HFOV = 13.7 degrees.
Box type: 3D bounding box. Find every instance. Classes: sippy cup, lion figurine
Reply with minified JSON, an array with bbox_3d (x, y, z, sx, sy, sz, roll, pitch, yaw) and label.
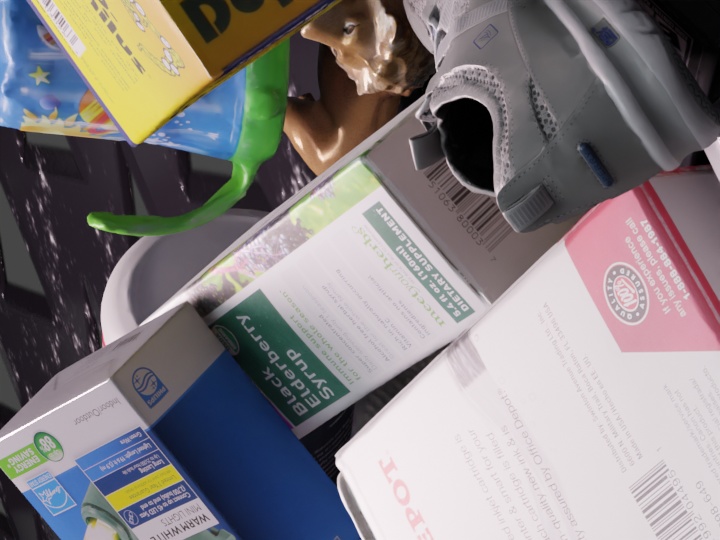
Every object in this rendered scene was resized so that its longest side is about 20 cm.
[{"bbox_3d":[-0.107,-0.116,1.380,0.140,0.130,0.178,109,156,-64],"label":"sippy cup"},{"bbox_3d":[-0.003,-0.094,1.400,0.200,0.072,0.123,91,157,-59],"label":"lion figurine"}]

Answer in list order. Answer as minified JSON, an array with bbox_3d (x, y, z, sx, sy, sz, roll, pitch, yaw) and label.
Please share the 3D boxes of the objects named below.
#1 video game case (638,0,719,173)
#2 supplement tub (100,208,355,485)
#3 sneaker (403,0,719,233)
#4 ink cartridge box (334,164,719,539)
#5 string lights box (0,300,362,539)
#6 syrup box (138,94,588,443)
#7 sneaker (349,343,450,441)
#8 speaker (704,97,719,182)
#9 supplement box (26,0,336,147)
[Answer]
[{"bbox_3d":[0.057,-0.115,1.076,0.200,0.025,0.181,46,166,15],"label":"video game case"},{"bbox_3d":[-0.070,0.078,1.632,0.200,0.140,0.140,93,153,-47],"label":"supplement tub"},{"bbox_3d":[0.043,-0.068,0.991,0.075,0.082,0.200,55,176,-21],"label":"sneaker"},{"bbox_3d":[0.097,0.075,1.090,0.200,0.085,0.146,-44,65,40],"label":"ink cartridge box"},{"bbox_3d":[-0.052,0.119,1.240,0.200,0.059,0.103,51,139,-9],"label":"string lights box"},{"bbox_3d":[0.000,0.000,1.195,0.079,0.081,0.200,50,143,-4],"label":"syrup box"},{"bbox_3d":[0.033,0.091,1.312,0.200,0.073,0.114,-55,-19,-66],"label":"sneaker"},{"bbox_3d":[0.180,0.024,0.932,0.081,0.081,0.200,115,134,-65],"label":"speaker"},{"bbox_3d":[-0.060,-0.130,1.120,0.110,0.109,0.200,54,168,-3],"label":"supplement box"}]
